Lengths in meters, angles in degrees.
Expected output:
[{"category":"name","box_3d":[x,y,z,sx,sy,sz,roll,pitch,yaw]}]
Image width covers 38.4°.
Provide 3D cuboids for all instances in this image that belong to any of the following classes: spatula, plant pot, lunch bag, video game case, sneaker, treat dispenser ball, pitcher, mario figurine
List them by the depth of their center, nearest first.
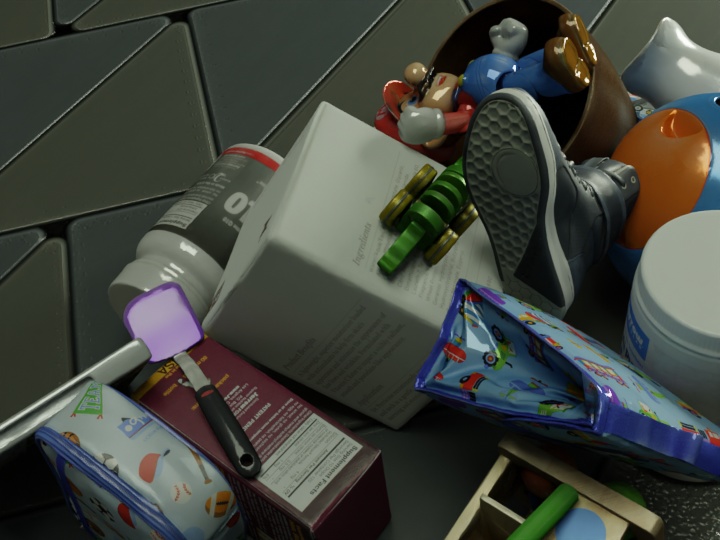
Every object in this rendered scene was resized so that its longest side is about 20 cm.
[{"category":"lunch bag","box_3d":[0.162,0.089,0.719,0.200,0.150,0.094,20,86,58]},{"category":"lunch bag","box_3d":[-0.165,0.173,0.778,0.160,0.200,0.076,32,60,14]},{"category":"spatula","box_3d":[-0.130,0.087,0.817,0.056,0.021,0.200,-26,51,-17]},{"category":"sneaker","box_3d":[0.156,-0.078,0.819,0.077,0.203,0.146,15,46,38]},{"category":"video game case","box_3d":[-0.263,0.124,0.848,0.182,0.200,0.023,-33,89,-22]},{"category":"mario figurine","box_3d":[0.092,-0.166,0.890,0.200,0.123,0.106,-20,79,31]},{"category":"treat dispenser ball","box_3d":[0.315,-0.057,0.923,0.200,0.201,0.201,-3,48,4]},{"category":"plant pot","box_3d":[0.190,-0.145,1.011,0.187,0.200,0.187,-9,75,39]},{"category":"pitcher","box_3d":[0.374,-0.165,1.067,0.200,0.121,0.172,39,16,11]}]

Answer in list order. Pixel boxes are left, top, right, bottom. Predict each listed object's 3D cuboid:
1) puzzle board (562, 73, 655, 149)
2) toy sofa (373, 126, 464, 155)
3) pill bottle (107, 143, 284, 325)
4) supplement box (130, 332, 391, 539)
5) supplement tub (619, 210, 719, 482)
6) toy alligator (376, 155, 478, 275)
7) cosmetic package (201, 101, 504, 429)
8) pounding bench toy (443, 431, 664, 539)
[{"category":"puzzle board","box_3d":[0.258,-0.180,1.162,0.200,0.017,0.151,13,51,16]},{"category":"toy sofa","box_3d":[0.098,-0.164,1.122,0.097,0.083,0.200,23,55,18]},{"category":"pill bottle","box_3d":[-0.143,-0.021,1.001,0.114,0.114,0.200,21,54,23]},{"category":"supplement box","box_3d":[-0.080,0.153,0.841,0.200,0.110,0.086,29,58,28]},{"category":"supplement tub","box_3d":[0.273,0.065,0.819,0.132,0.200,0.132,-3,48,4]},{"category":"toy alligator","box_3d":[0.074,-0.066,0.825,0.059,0.054,0.200,42,48,1]},{"category":"cosmetic package","box_3d":[0.000,0.000,0.884,0.200,0.165,0.165,28,50,-12]},{"category":"pounding bench toy","box_3d":[0.121,0.194,0.702,0.124,0.200,0.156,28,71,28]}]
